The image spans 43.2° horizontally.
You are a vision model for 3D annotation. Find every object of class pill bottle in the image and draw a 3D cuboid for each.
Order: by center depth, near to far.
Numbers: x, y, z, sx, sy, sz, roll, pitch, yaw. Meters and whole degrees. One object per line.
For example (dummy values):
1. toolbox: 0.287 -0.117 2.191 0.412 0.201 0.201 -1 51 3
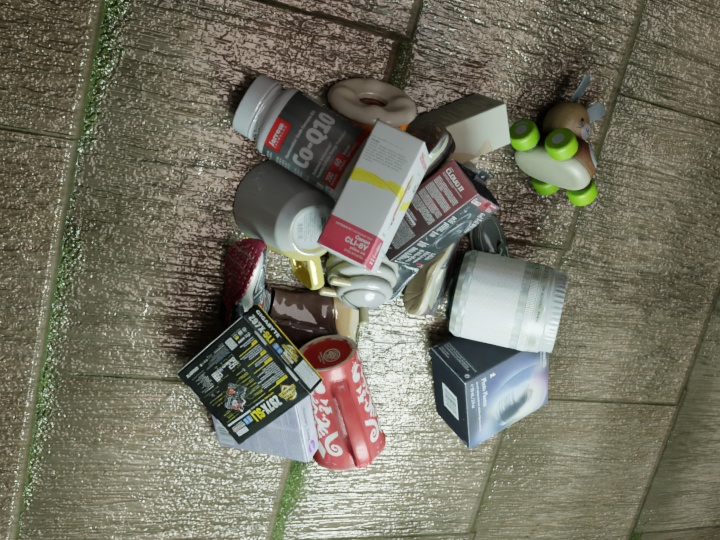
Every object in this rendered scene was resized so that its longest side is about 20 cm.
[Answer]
1. pill bottle: -0.088 -0.205 1.386 0.199 0.114 0.114 31 93 1

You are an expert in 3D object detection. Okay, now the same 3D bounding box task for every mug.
1. mug: -0.094 -0.077 1.459 0.150 0.153 0.186 -51 125 -3
2. mug: -0.024 0.226 1.546 0.133 0.177 0.201 -33 123 -35

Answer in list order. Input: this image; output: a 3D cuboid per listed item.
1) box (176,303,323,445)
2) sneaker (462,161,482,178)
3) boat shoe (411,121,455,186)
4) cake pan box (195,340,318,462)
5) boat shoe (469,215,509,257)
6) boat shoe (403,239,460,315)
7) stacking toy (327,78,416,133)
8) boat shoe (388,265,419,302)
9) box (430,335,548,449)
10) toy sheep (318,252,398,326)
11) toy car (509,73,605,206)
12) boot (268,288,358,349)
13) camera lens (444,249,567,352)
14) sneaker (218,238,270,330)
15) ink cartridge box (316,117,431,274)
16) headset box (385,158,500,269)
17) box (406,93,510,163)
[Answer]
1. box: -0.179 0.168 1.441 0.160 0.049 0.200 48 126 -4
2. sneaker: 0.110 -0.146 1.595 0.199 0.081 0.077 -11 125 -3
3. boat shoe: 0.079 -0.149 1.469 0.200 0.075 0.073 -41 141 20
4. cake pan box: -0.170 0.223 1.526 0.052 0.183 0.201 -44 131 -51
5. boat shoe: 0.262 -0.023 1.733 0.073 0.062 0.201 -27 120 -18
6. boat shoe: 0.141 -0.010 1.671 0.065 0.072 0.201 12 101 -44
7. stacking toy: 0.003 -0.202 1.498 0.145 0.146 0.201 -6 129 -27
8. boat shoe: 0.089 -0.029 1.631 0.072 0.068 0.201 25 96 -34
9. box: 0.254 0.204 1.760 0.198 0.123 0.201 -27 135 -18
10. toy sheep: 0.000 0.000 1.548 0.137 0.138 0.201 16 65 -33
11. toy car: 0.391 -0.254 1.672 0.200 0.157 0.164 -55 138 -14
12. boot: -0.091 0.125 1.607 0.165 0.072 0.201 4 109 -17
13. camera lens: 0.260 0.056 1.644 0.199 0.160 0.161 12 107 10
14. sneaker: -0.180 0.024 1.486 0.074 0.081 0.201 -14 141 -31
15. ink cartridge box: 0.024 -0.105 1.346 0.083 0.145 0.201 26 89 9
16. headset box: 0.131 -0.094 1.493 0.200 0.077 0.149 -39 163 16
17. box: 0.151 -0.231 1.571 0.199 0.095 0.078 -24 120 -18
